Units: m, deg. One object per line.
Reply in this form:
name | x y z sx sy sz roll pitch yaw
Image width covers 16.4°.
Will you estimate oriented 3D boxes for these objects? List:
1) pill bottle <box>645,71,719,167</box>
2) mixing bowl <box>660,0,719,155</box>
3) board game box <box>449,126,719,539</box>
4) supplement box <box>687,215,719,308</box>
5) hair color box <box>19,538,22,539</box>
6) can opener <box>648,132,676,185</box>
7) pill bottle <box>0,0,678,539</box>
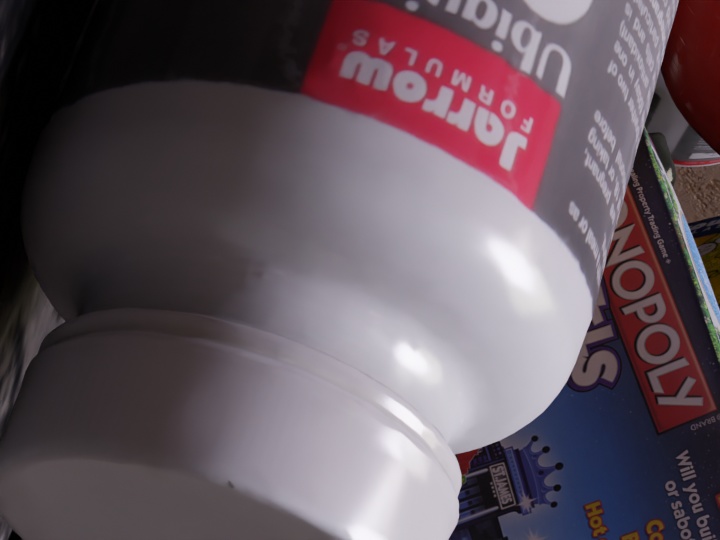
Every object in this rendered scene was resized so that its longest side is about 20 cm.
pill bottle | 0.138 -0.111 0.974 0.200 0.114 0.114 82 25 -83
mixing bowl | 0.155 -0.100 0.778 0.200 0.108 0.200 17 90 -86
board game box | 0.062 0.070 0.668 0.062 0.200 0.200 53 20 -60
supplement box | 0.109 0.065 0.824 0.200 0.109 0.110 -39 110 -51
hair color box | -0.076 0.158 0.640 0.200 0.061 0.102 103 5 -46
can opener | 0.034 -0.019 0.954 0.200 0.053 0.067 -29 -106 49
pill bottle | -0.001 -0.033 0.488 0.111 0.111 0.200 101 6 -63
